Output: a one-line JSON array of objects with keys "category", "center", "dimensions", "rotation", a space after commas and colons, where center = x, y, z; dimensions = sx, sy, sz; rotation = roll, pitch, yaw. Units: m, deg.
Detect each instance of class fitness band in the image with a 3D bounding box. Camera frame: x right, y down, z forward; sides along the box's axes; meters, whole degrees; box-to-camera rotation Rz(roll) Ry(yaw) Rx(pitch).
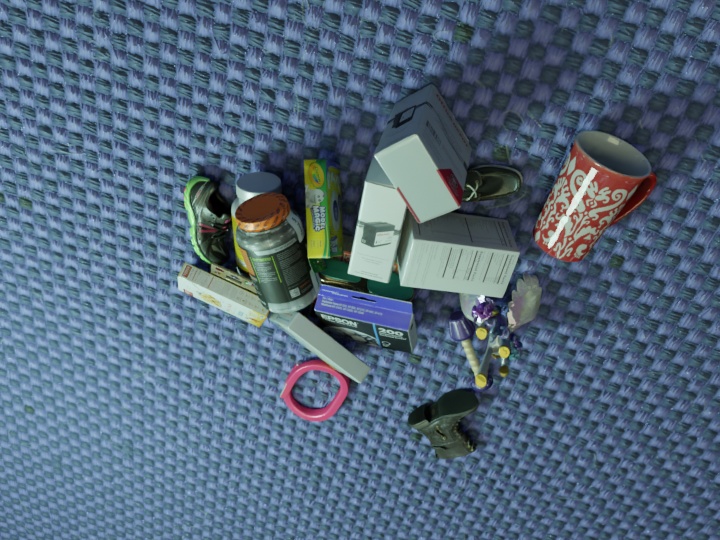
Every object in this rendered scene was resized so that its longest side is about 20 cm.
[{"category": "fitness band", "center": [-0.108, 0.285, 1.620], "dimensions": [0.143, 0.038, 0.200], "rotation": [24, 127, -10]}]

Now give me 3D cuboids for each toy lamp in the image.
[{"category": "toy lamp", "center": [0.236, 0.172, 1.461], "dimensions": [0.058, 0.058, 0.201], "rotation": [-13, 124, 19]}]

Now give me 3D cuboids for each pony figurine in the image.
[{"category": "pony figurine", "center": [0.270, 0.111, 1.349], "dimensions": [0.166, 0.200, 0.194], "rotation": [3, 110, 17]}]

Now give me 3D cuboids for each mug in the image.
[{"category": "mug", "center": [0.411, -0.115, 1.181], "dimensions": [0.177, 0.134, 0.201], "rotation": [20, 129, -1]}]

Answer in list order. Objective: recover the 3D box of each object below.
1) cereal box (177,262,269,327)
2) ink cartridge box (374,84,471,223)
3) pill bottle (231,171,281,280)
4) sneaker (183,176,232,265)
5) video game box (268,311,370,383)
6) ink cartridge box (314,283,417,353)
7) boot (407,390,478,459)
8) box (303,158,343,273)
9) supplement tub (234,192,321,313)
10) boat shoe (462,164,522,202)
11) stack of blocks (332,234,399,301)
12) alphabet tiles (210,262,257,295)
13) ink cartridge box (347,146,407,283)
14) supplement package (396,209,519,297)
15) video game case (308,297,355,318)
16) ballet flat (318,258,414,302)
[{"category": "cereal box", "center": [-0.291, 0.055, 1.445], "dimensions": [0.199, 0.040, 0.144], "rotation": [25, 162, -7]}, {"category": "ink cartridge box", "center": [0.110, -0.199, 1.135], "dimensions": [0.083, 0.200, 0.145], "rotation": [-22, 118, 29]}, {"category": "pill bottle", "center": [-0.193, -0.084, 1.326], "dimensions": [0.112, 0.113, 0.201], "rotation": [6, 126, 7]}, {"category": "sneaker", "center": [-0.295, -0.093, 1.363], "dimensions": [0.083, 0.077, 0.201], "rotation": [2, 126, 14]}, {"category": "video game box", "center": [-0.090, 0.154, 1.448], "dimensions": [0.200, 0.047, 0.182], "rotation": [40, 167, -17]}, {"category": "ink cartridge box", "center": [0.011, 0.100, 1.361], "dimensions": [0.197, 0.044, 0.200], "rotation": [11, 155, 13]}, {"category": "boot", "center": [0.226, 0.373, 1.606], "dimensions": [0.199, 0.069, 0.174], "rotation": [-25, 122, 30]}, {"category": "box", "center": [-0.066, -0.098, 1.238], "dimensions": [0.048, 0.117, 0.201], "rotation": [0, 94, 11]}, {"category": "supplement tub", "center": [-0.151, -0.032, 1.228], "dimensions": [0.122, 0.123, 0.201], "rotation": [-4, 128, 14]}, {"category": "boat shoe", "center": [0.195, -0.148, 1.237], "dimensions": [0.199, 0.068, 0.072], "rotation": [-2, 123, 10]}, {"category": "stack of blocks", "center": [0.000, 0.000, 1.381], "dimensions": [0.199, 0.059, 0.116], "rotation": [14, 126, 1]}, {"category": "alphabet tiles", "center": [-0.235, 0.041, 1.414], "dimensions": [0.167, 0.008, 0.200], "rotation": [25, 164, -8]}, {"category": "ink cartridge box", "center": [0.040, -0.103, 1.248], "dimensions": [0.083, 0.145, 0.201], "rotation": [13, 126, 2]}, {"category": "supplement package", "center": [0.178, -0.034, 1.271], "dimensions": [0.199, 0.114, 0.110], "rotation": [7, 127, -7]}, {"category": "video game case", "center": [-0.009, 0.094, 1.435], "dimensions": [0.199, 0.018, 0.143], "rotation": [16, 155, -1]}, {"category": "ballet flat", "center": [0.007, 0.025, 1.332], "dimensions": [0.199, 0.071, 0.065], "rotation": [19, 154, 1]}]
